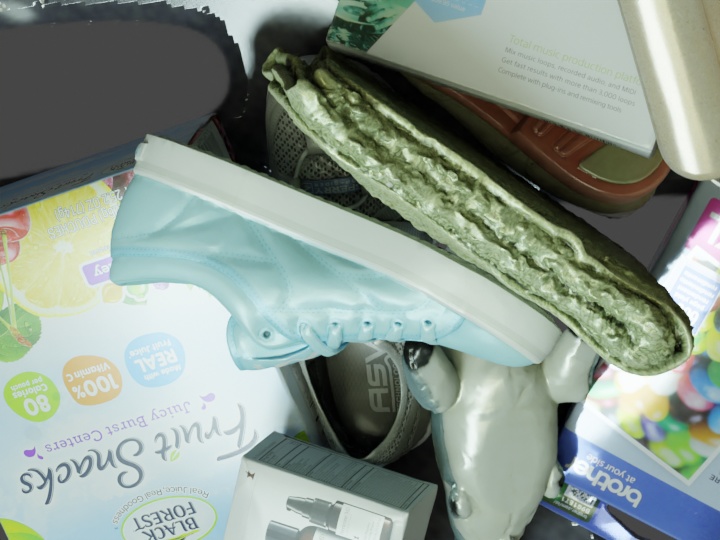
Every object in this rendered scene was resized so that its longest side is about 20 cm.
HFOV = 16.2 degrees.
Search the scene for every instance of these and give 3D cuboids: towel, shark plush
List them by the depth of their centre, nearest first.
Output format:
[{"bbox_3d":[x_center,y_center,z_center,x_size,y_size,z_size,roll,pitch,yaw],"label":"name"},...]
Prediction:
[{"bbox_3d":[0.046,-0.029,1.054,0.200,0.148,0.036,33,98,-8],"label":"towel"},{"bbox_3d":[0.066,0.078,1.171,0.091,0.083,0.200,-17,116,-9],"label":"shark plush"}]

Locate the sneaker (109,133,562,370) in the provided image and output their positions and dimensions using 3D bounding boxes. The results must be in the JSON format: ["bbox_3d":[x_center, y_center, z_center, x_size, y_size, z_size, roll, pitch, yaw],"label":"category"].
[{"bbox_3d":[-0.015,0.013,1.083,0.200,0.074,0.082,23,92,14],"label":"sneaker"}]

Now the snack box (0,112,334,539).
[{"bbox_3d":[-0.109,0.047,1.201,0.169,0.068,0.200,-18,107,19],"label":"snack box"}]

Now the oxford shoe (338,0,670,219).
[{"bbox_3d":[0.049,-0.091,1.107,0.071,0.074,0.200,-42,78,-15],"label":"oxford shoe"}]

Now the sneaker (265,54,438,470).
[{"bbox_3d":[0.000,0.000,1.146,0.075,0.082,0.200,-9,109,17],"label":"sneaker"}]

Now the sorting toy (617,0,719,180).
[{"bbox_3d":[0.191,-0.152,1.013,0.200,0.036,0.185,-23,108,-17],"label":"sorting toy"}]

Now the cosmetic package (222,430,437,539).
[{"bbox_3d":[-0.032,0.182,1.145,0.083,0.051,0.200,17,106,15],"label":"cosmetic package"}]

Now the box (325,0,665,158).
[{"bbox_3d":[0.086,-0.163,1.045,0.144,0.036,0.200,19,88,6],"label":"box"}]

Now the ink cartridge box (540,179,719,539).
[{"bbox_3d":[0.166,0.059,1.155,0.119,0.042,0.200,28,116,2],"label":"ink cartridge box"}]
